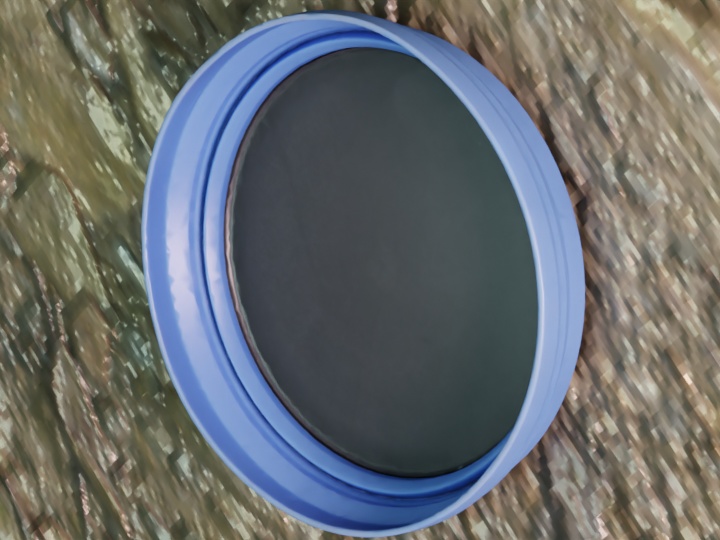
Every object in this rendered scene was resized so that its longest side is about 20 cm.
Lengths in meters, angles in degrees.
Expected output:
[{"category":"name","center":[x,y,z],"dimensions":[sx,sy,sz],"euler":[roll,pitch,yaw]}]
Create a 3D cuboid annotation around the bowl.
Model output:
[{"category":"bowl","center":[0.000,0.000,1.057],"dimensions":[0.200,0.039,0.202],"euler":[10,106,39]}]
